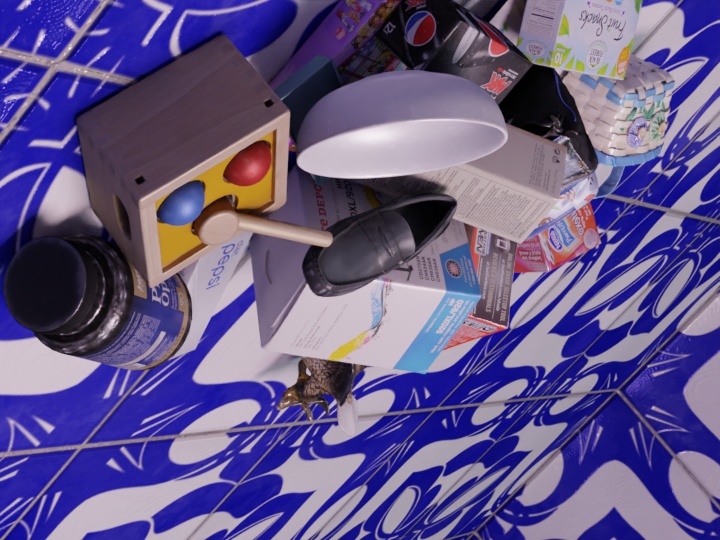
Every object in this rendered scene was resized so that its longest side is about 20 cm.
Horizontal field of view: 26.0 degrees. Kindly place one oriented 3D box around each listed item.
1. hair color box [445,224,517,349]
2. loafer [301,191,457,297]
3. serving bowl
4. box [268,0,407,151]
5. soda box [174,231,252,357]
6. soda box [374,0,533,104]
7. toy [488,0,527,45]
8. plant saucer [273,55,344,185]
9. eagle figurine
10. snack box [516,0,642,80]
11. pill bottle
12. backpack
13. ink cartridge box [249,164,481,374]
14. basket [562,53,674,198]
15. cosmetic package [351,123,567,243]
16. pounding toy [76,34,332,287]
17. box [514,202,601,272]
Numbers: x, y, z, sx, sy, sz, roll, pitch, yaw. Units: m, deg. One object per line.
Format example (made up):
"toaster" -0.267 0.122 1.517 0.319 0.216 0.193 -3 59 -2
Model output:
"hair color box" 0.099 0.024 1.771 0.063 0.112 0.200 17 161 -23
"loafer" 0.020 -0.033 1.545 0.070 0.069 0.200 -23 -175 47
"serving bowl" 0.035 -0.141 1.445 0.197 0.067 0.200 -7 171 -1
"box" -0.011 -0.198 1.520 0.200 0.039 0.136 -47 158 17
"soda box" -0.181 0.008 1.602 0.068 0.064 0.201 -20 151 -42
"soda box" 0.095 -0.216 1.524 0.071 0.063 0.199 -48 158 15
"toy" 0.127 -0.227 1.688 0.200 0.047 0.115 -46 147 -6
"plant saucer" -0.039 -0.144 1.500 0.070 0.019 0.200 -39 158 -4
"eagle figurine" -0.031 0.102 1.977 0.150 0.153 0.200 12 132 -40
"snack box" 0.244 -0.287 1.693 0.199 0.053 0.144 -4 111 -58
"pill bottle" -0.245 0.029 1.462 0.112 0.112 0.200 -43 160 7
"backpack" 0.167 -0.129 1.776 0.189 0.201 0.155 -27 121 11
"ink cartridge box" 0.000 0.000 1.669 0.198 0.149 0.145 9 139 -24
"basket" 0.303 -0.170 1.987 0.175 0.139 0.201 -20 142 -45
"cosmetic package" 0.102 -0.110 1.620 0.104 0.198 0.074 128 -20 -57
"pounding toy" -0.132 -0.077 1.403 0.183 0.143 0.201 -33 158 -19
"box" 0.189 -0.058 1.940 0.099 0.097 0.199 -26 -165 -33
